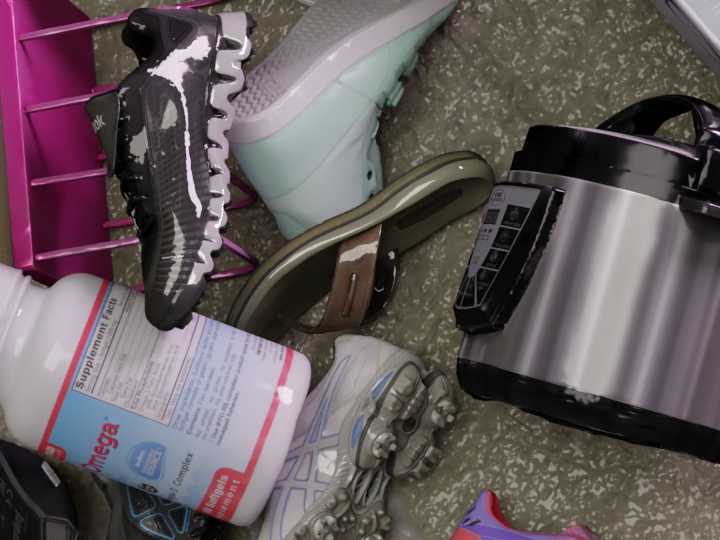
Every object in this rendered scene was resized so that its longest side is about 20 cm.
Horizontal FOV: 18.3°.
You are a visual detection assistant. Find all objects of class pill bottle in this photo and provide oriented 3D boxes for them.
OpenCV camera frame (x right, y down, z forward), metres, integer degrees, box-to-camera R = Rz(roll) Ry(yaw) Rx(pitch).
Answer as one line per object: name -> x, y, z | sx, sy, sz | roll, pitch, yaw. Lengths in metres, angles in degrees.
pill bottle -> -0.138, 0.067, 1.313 | 0.199, 0.109, 0.109 | 21, 85, -5

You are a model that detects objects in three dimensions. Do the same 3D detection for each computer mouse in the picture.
computer mouse -> -0.193, 0.192, 1.393 | 0.200, 0.046, 0.141 | 32, 121, 51

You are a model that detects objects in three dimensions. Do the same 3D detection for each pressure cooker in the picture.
pressure cooker -> 0.157, -0.003, 1.280 | 0.176, 0.179, 0.201 | 16, 89, 29

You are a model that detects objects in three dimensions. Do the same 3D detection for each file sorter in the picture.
file sorter -> -0.141, -0.093, 1.401 | 0.125, 0.139, 0.201 | -9, 77, 12

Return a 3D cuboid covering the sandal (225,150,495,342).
sandal -> 0.000, -0.001, 1.374 | 0.201, 0.080, 0.057 | -33, 70, 7

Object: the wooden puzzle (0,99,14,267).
wooden puzzle -> -0.327, -0.040, 1.495 | 0.199, 0.046, 0.186 | -7, 78, 9

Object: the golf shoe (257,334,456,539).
golf shoe -> -0.025, 0.131, 1.374 | 0.097, 0.078, 0.200 | 34, 90, 43

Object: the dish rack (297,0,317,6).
dish rack -> -0.050, -0.286, 1.462 | 0.200, 0.044, 0.172 | 35, 91, 19

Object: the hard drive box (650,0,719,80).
hard drive box -> 0.205, -0.182, 1.312 | 0.077, 0.156, 0.200 | -40, 71, 6

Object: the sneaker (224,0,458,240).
sneaker -> 0.000, -0.105, 1.408 | 0.200, 0.118, 0.074 | -42, 39, -26

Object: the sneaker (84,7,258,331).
sneaker -> -0.118, -0.064, 1.281 | 0.090, 0.066, 0.201 | 13, 71, -16

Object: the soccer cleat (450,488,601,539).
soccer cleat -> 0.143, 0.190, 1.308 | 0.200, 0.068, 0.073 | 18, 81, 20

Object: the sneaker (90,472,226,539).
sneaker -> -0.112, 0.157, 1.367 | 0.082, 0.073, 0.200 | -25, 65, 11
